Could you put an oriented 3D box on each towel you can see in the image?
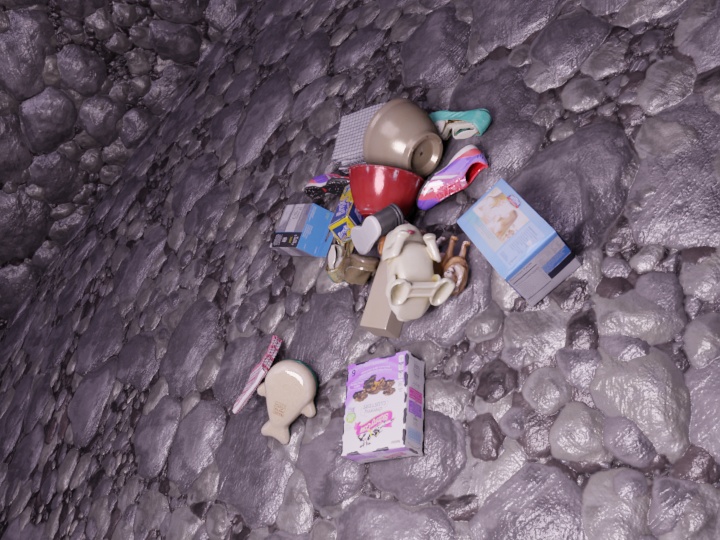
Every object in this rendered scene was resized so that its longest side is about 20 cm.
[{"bbox_3d":[-0.264,0.262,1.526,0.147,0.030,0.200,-55,6,17],"label":"towel"},{"bbox_3d":[0.021,-0.374,1.716,0.197,0.085,0.168,-9,60,39],"label":"towel"}]

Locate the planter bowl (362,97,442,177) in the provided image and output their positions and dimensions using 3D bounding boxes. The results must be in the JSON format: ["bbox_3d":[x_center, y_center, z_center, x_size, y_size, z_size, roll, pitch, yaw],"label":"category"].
[{"bbox_3d":[0.121,-0.311,1.499,0.201,0.200,0.135,-52,50,4],"label":"planter bowl"}]

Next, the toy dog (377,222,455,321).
[{"bbox_3d":[0.109,-0.009,1.289,0.137,0.195,0.203,-5,53,-6],"label":"toy dog"}]

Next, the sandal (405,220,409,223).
[{"bbox_3d":[0.055,-0.080,1.485,0.059,0.080,0.205,-30,20,-31],"label":"sandal"}]

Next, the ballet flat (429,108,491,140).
[{"bbox_3d":[0.235,-0.365,1.508,0.198,0.067,0.071,8,61,45],"label":"ballet flat"}]

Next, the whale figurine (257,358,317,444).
[{"bbox_3d":[-0.175,0.313,1.453,0.156,0.104,0.204,18,99,12],"label":"whale figurine"}]

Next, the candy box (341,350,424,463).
[{"bbox_3d":[0.049,0.290,1.259,0.166,0.071,0.203,-20,51,34],"label":"candy box"}]

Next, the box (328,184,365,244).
[{"bbox_3d":[-0.020,-0.162,1.579,0.069,0.064,0.202,-26,29,31],"label":"box"}]

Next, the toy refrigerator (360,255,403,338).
[{"bbox_3d":[0.073,0.051,1.397,0.075,0.070,0.203,3,67,37],"label":"toy refrigerator"}]

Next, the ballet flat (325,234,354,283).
[{"bbox_3d":[-0.051,-0.066,1.594,0.070,0.070,0.203,-8,59,40],"label":"ballet flat"}]

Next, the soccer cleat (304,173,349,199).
[{"bbox_3d":[-0.078,-0.255,1.738,0.198,0.068,0.074,-2,49,42],"label":"soccer cleat"}]

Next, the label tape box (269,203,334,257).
[{"bbox_3d":[-0.161,-0.118,1.737,0.198,0.063,0.146,3,67,45],"label":"label tape box"}]

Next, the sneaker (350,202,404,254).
[{"bbox_3d":[0.043,-0.097,1.408,0.098,0.072,0.200,-26,-4,-21],"label":"sneaker"}]

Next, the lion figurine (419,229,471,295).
[{"bbox_3d":[0.178,-0.018,1.349,0.199,0.071,0.125,18,91,63],"label":"lion figurine"}]

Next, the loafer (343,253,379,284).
[{"bbox_3d":[0.000,0.000,1.464,0.200,0.074,0.069,158,118,-80],"label":"loafer"}]

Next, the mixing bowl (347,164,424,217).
[{"bbox_3d":[0.057,-0.183,1.489,0.198,0.198,0.111,4,84,45],"label":"mixing bowl"}]

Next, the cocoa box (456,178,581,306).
[{"bbox_3d":[0.310,-0.058,1.187,0.133,0.131,0.201,-43,42,13],"label":"cocoa box"}]

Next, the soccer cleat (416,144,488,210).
[{"bbox_3d":[0.217,-0.211,1.433,0.200,0.068,0.074,-43,50,13],"label":"soccer cleat"}]
